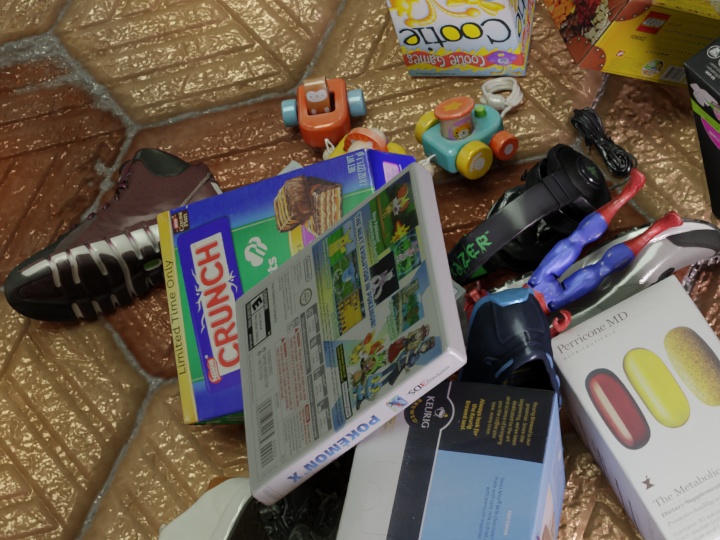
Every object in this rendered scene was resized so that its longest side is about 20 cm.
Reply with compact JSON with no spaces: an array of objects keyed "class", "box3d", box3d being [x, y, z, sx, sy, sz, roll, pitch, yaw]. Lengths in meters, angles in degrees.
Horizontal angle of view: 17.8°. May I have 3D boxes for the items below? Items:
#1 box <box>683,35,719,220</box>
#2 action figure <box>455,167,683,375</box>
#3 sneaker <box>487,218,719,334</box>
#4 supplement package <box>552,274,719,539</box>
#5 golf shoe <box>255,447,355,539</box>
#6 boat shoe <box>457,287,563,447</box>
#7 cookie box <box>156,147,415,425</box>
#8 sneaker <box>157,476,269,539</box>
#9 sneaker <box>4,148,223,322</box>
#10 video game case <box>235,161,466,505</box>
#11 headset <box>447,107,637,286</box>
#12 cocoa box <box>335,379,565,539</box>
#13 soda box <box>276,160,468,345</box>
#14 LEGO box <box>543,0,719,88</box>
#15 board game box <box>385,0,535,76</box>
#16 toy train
[{"class":"box","box3d":[0.337,-0.088,1.685,0.124,0.200,0.149,-37,57,-8]},{"class":"action figure","box3d":[0.142,0.006,1.666,0.200,0.099,0.065,-41,83,-3]},{"class":"sneaker","box3d":[0.187,0.020,1.745,0.200,0.074,0.079,-25,78,-3]},{"class":"supplement package","box3d":[0.229,0.125,1.635,0.114,0.110,0.200,-28,56,-4]},{"class":"golf shoe","box3d":[-0.025,0.195,1.668,0.078,0.094,0.200,-10,64,23]},{"class":"boat shoe","box3d":[0.103,0.093,1.634,0.084,0.200,0.069,-18,56,-1]},{"class":"cookie box","box3d":[-0.046,0.016,1.729,0.200,0.075,0.171,-16,76,31]},{"class":"sneaker","box3d":[-0.130,0.240,1.696,0.085,0.073,0.200,13,63,51]},{"class":"sneaker","box3d":[-0.202,-0.035,1.881,0.200,0.076,0.116,-18,50,-9]},{"class":"video game case","box3d":[-0.012,0.041,1.590,0.182,0.022,0.200,-38,35,23]},{"class":"headset","box3d":[0.137,-0.059,1.773,0.200,0.124,0.094,-28,79,-38]},{"class":"cocoa box","box3d":[0.060,0.189,1.543,0.131,0.133,0.200,5,56,12]},{"class":"soda box","box3d":[0.000,0.000,1.799,0.063,0.068,0.200,-45,58,-12]},{"class":"LEGO box","box3d":[0.236,-0.222,1.803,0.200,0.077,0.149,6,47,-35]},{"class":"board game box","box3d":[0.076,-0.255,1.858,0.105,0.200,0.103,1,59,15]},{"class":"toy train","box3d":[0.029,-0.127,1.862,0.200,0.056,0.150,-6,43,9]}]
